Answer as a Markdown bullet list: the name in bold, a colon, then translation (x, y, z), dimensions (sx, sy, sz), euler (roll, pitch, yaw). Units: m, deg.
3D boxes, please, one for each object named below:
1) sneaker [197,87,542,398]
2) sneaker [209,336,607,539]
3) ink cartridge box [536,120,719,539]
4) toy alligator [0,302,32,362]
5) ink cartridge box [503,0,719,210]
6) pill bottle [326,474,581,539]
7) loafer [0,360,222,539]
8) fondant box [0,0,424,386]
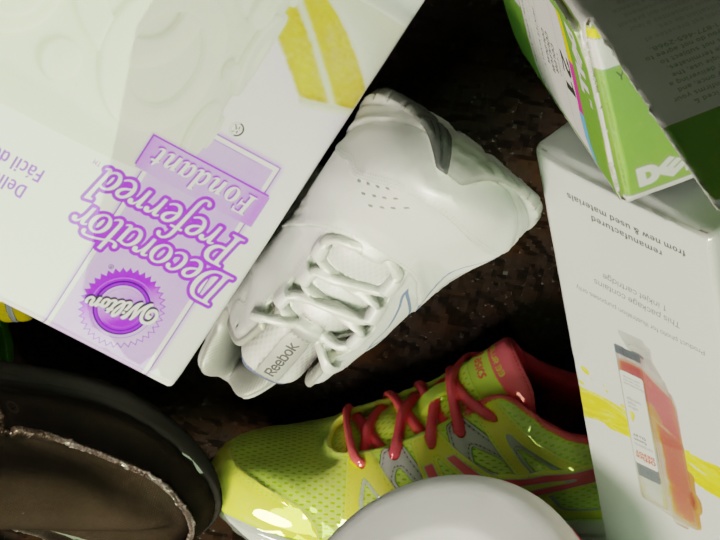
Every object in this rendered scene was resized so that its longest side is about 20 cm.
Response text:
- **sneaker**: translation (0.000, 0.000, 1.010), dimensions (0.075, 0.087, 0.200), euler (36, 158, -5)
- **sneaker**: translation (0.038, 0.064, 1.134), dimensions (0.200, 0.078, 0.090), euler (-3, 123, -4)
- **ink cartridge box**: translation (0.152, 0.011, 1.026), dimensions (0.145, 0.083, 0.200), euler (-38, 136, -26)
- **toy alligator**: translation (-0.151, 0.002, 1.095), dimensions (0.059, 0.054, 0.200), euler (-3, 138, 6)
- **ink cartridge box**: translation (0.141, -0.072, 0.905), dimensions (0.148, 0.200, 0.076), euler (-20, 129, -5)
- **pill bottle**: translation (0.063, 0.170, 1.096), dimensions (0.120, 0.120, 0.200), euler (-18, 144, 16)
- **loafer**: translation (-0.146, 0.074, 1.080), dimensions (0.200, 0.071, 0.073), euler (22, 135, -20)
- **fondant box**: translation (-0.075, -0.080, 0.977), dimensions (0.144, 0.058, 0.200), euler (28, 106, -21)
